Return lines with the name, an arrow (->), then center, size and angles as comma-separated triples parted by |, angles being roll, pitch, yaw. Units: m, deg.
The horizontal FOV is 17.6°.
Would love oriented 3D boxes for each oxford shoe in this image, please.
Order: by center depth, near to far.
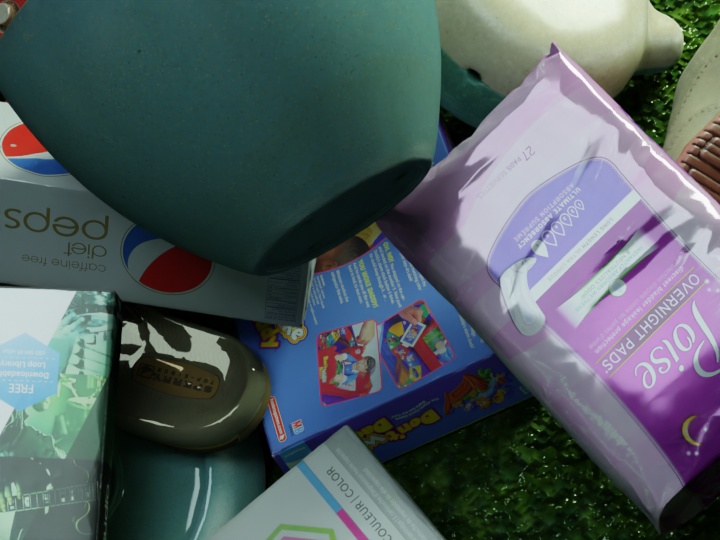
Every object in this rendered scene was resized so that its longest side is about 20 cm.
oxford shoe -> 0.181, -0.060, 1.145 | 0.201, 0.070, 0.075 | -59, 22, -14

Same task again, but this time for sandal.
sandal -> -0.142, 0.040, 1.129 | 0.199, 0.054, 0.081 | 10, 69, 14

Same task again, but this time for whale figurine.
whale figurine -> 0.096, -0.149, 1.219 | 0.159, 0.104, 0.200 | 35, 49, 0

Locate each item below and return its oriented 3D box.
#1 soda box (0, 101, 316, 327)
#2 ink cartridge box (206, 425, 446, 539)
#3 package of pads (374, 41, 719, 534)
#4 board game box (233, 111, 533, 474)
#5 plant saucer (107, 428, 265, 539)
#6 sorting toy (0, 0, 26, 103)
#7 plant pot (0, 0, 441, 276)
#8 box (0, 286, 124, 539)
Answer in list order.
soda box -> -0.118, -0.030, 1.125 | 0.198, 0.064, 0.068 | 9, 36, 0
ink cartridge box -> -0.045, 0.178, 1.063 | 0.200, 0.059, 0.104 | -39, 55, -5
package of pads -> 0.114, 0.008, 1.054 | 0.120, 0.076, 0.200 | -44, 74, 3
board game box -> 0.000, 0.000, 1.181 | 0.134, 0.045, 0.201 | -24, 51, 7
plant saucer -> -0.147, 0.108, 1.146 | 0.199, 0.027, 0.202 | -4, 67, 9
sorting toy -> -0.111, -0.132, 1.198 | 0.199, 0.069, 0.200 | -26, 72, 25
plant pot -> -0.042, -0.078, 1.019 | 0.199, 0.200, 0.135 | -32, 80, 0
box -> -0.187, 0.107, 1.073 | 0.143, 0.036, 0.202 | 1, 79, 4
